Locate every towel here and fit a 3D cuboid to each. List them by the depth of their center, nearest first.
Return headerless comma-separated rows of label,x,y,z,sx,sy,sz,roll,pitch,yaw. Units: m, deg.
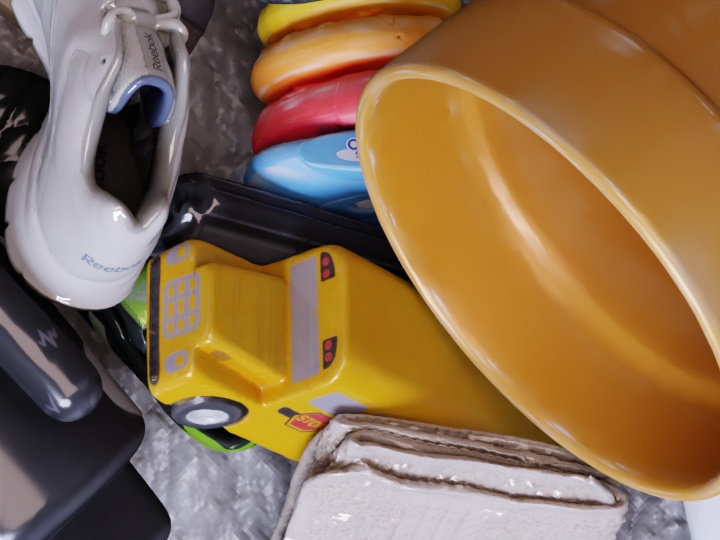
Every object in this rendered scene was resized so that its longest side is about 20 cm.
towel,0.024,0.135,1.179,0.132,0.035,0.200,9,137,-9

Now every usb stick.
usb stick,0.000,0.000,1.186,0.200,0.055,0.033,16,64,-32

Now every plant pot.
plant pot,0.131,-0.047,1.075,0.183,0.200,0.200,-40,98,-21

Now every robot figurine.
robot figurine,-0.170,0.058,1.151,0.150,0.125,0.200,-38,96,10

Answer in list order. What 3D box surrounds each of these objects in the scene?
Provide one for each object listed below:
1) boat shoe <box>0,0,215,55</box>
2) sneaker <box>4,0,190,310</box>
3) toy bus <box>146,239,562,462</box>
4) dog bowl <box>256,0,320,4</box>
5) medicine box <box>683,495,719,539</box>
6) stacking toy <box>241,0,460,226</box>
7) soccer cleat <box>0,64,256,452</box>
boat shoe,-0.148,-0.149,1.184,0.200,0.072,0.065,39,81,-10
sneaker,-0.093,-0.088,1.110,0.074,0.087,0.201,4,73,-27
toy bus,0.001,0.044,1.162,0.200,0.078,0.065,28,53,-45
dog bowl,-0.026,-0.205,1.061,0.074,0.200,0.201,23,91,-44
medicine box,0.230,0.062,1.190,0.182,0.103,0.201,-11,95,25
stacking toy,-0.002,-0.125,1.198,0.116,0.110,0.201,-6,80,-8
soccer cleat,-0.101,-0.006,1.190,0.067,0.081,0.200,-40,98,-3
